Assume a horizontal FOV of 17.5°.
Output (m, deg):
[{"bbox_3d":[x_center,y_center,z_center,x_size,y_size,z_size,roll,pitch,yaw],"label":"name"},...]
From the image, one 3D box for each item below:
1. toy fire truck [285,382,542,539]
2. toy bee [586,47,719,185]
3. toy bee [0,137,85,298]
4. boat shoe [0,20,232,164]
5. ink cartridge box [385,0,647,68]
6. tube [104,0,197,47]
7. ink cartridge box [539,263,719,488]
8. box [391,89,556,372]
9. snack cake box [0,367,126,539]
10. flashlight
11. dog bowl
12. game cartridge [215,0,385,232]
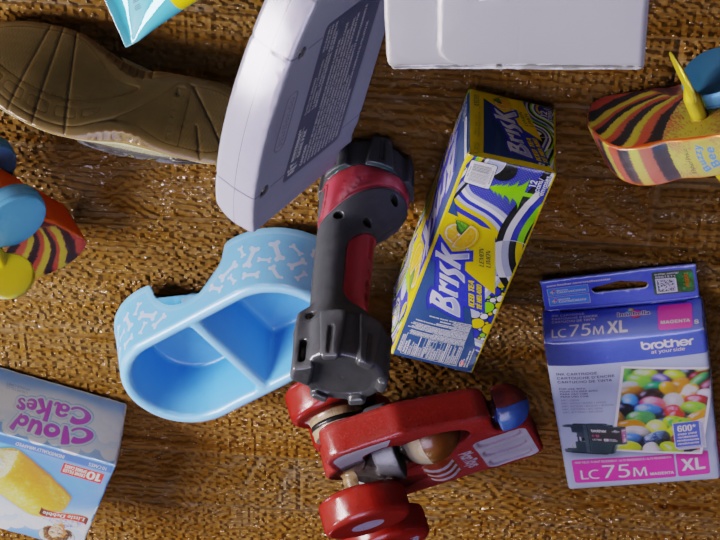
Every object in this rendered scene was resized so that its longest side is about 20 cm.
[{"bbox_3d":[0.046,0.125,1.705,0.167,0.113,0.200,-20,161,4],"label":"toy fire truck"},{"bbox_3d":[0.240,-0.095,1.499,0.200,0.109,0.131,-34,121,32],"label":"toy bee"},{"bbox_3d":[-0.275,-0.045,1.577,0.108,0.131,0.200,-35,127,2],"label":"toy bee"},{"bbox_3d":[-0.166,-0.108,1.546,0.199,0.074,0.065,20,167,3],"label":"boat shoe"},{"bbox_3d":[0.088,-0.230,1.303,0.145,0.201,0.147,1,135,3],"label":"ink cartridge box"},{"bbox_3d":[-0.084,-0.214,1.452,0.199,0.050,0.078,-23,89,26],"label":"tube"},{"bbox_3d":[0.200,0.082,1.724,0.118,0.042,0.201,-5,132,9],"label":"ink cartridge box"},{"bbox_3d":[0.076,-0.025,1.606,0.064,0.070,0.201,12,134,-9],"label":"box"},{"bbox_3d":[-0.291,0.133,1.795,0.199,0.067,0.115,16,133,-11],"label":"snack cake box"},{"bbox_3d":[0.000,0.000,1.546,0.067,0.201,0.068,-27,128,27],"label":"flashlight"},{"bbox_3d":[-0.093,0.045,1.694,0.199,0.050,0.111,-27,127,28],"label":"dog bowl"},{"bbox_3d":[-0.034,-0.123,1.480,0.041,0.133,0.201,37,136,18],"label":"game cartridge"}]
